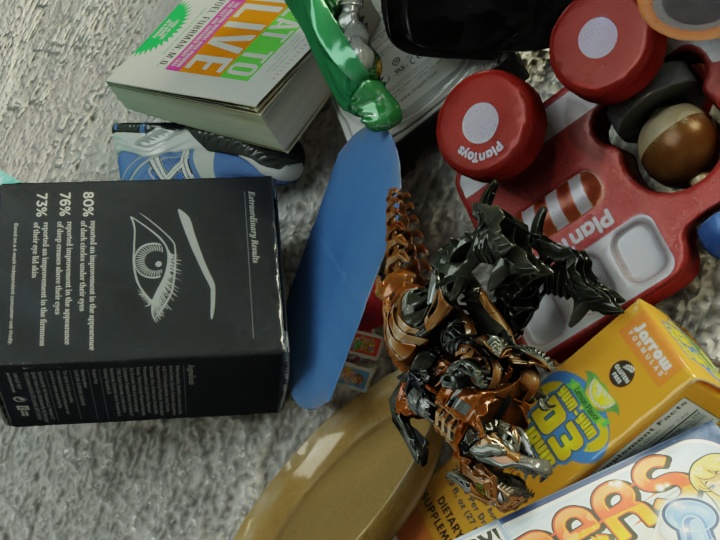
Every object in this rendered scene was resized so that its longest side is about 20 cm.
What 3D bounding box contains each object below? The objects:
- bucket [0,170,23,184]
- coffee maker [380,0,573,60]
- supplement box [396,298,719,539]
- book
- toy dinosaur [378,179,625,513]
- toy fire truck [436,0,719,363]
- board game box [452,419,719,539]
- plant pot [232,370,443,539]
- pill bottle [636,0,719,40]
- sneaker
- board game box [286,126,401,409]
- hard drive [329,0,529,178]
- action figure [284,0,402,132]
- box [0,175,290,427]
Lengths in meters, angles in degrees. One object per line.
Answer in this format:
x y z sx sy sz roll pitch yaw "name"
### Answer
-0.301 -0.007 1.020 0.207 0.207 0.135 24 82 45 "bucket"
0.062 -0.249 0.834 0.192 0.135 0.200 -9 56 23 "coffee maker"
0.113 0.108 0.693 0.200 0.069 0.067 -43 49 14 "supplement box"
-0.094 -0.170 0.957 0.200 0.048 0.134 17 62 44 "book"
0.054 0.028 0.665 0.136 0.102 0.200 -44 70 24 "toy dinosaur"
0.152 -0.057 0.718 0.200 0.112 0.168 -34 64 24 "toy fire truck"
0.128 0.167 0.596 0.200 0.034 0.135 -22 47 -14 "board game box"
-0.015 0.143 0.753 0.200 0.027 0.200 -43 14 13 "plant pot"
0.175 -0.220 0.657 0.106 0.106 0.200 -21 52 32 "pill bottle"
-0.123 -0.081 0.998 0.200 0.076 0.077 8 101 40 "sneaker"
0.000 0.000 0.844 0.158 0.039 0.200 -124 52 -65 "board game box"
0.032 -0.176 0.923 0.140 0.038 0.200 -36 49 21 "hard drive"
-0.020 -0.177 0.833 0.055 0.118 0.200 -19 70 -8 "action figure"
-0.154 0.022 0.867 0.200 0.104 0.148 -1 60 -8 "box"
